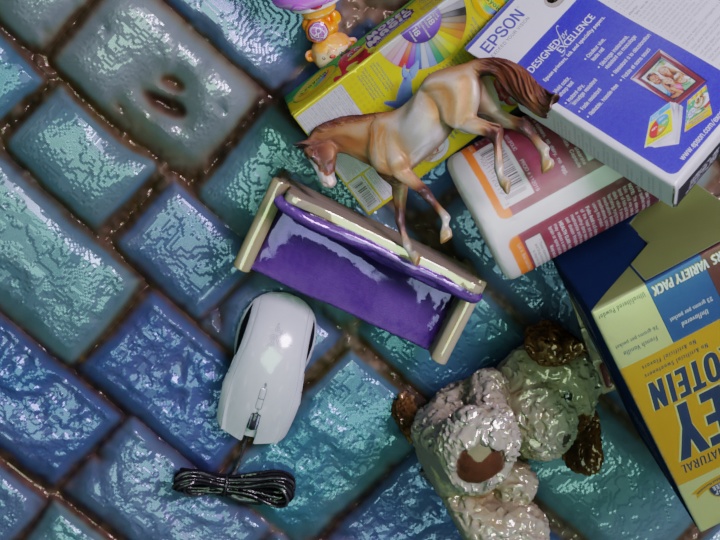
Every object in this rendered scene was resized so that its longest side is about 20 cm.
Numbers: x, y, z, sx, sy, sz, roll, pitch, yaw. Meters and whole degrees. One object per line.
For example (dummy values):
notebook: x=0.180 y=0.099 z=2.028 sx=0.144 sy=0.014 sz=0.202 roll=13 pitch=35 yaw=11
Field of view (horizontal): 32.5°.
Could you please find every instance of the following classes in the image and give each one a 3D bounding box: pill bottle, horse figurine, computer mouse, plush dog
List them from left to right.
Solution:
computer mouse: x=-0.092 y=0.117 z=1.083 sx=0.108 sy=0.044 sz=0.202 roll=14 pitch=104 yaw=-5
horse figurine: x=0.060 y=-0.099 z=0.941 sx=0.199 sy=0.050 sz=0.133 roll=-36 pitch=80 yaw=24
plush dog: x=0.131 y=0.129 z=1.065 sx=0.171 sy=0.161 sz=0.201 roll=-29 pitch=133 yaw=-9
pill bottle: x=0.180 y=-0.088 z=1.000 sx=0.199 sy=0.114 sz=0.115 roll=-28 pitch=105 yaw=4

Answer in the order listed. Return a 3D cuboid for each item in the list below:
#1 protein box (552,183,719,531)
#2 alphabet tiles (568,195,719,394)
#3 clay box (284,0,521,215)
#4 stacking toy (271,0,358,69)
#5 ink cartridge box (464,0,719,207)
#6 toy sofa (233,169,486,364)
protein box: x=0.263 y=0.056 z=0.993 sx=0.134 sy=0.199 sz=0.201 roll=-28 pitch=105 yaw=6
alphabet tiles: x=0.292 y=0.031 z=1.093 sx=0.198 sy=0.008 sz=0.169 roll=-21 pitch=105 yaw=3
clay box: x=0.051 y=-0.151 z=1.001 sx=0.199 sy=0.048 sz=0.115 roll=-36 pitch=120 yaw=6
stacking toy: x=-0.046 y=-0.244 z=0.968 sx=0.115 sy=0.110 sz=0.202 roll=-17 pitch=120 yaw=1
ink cartridge box: x=0.217 y=-0.174 z=0.944 sx=0.199 sy=0.047 sz=0.198 roll=37 pitch=75 yaw=25
toy sofa: x=0.000 y=0.000 z=1.027 sx=0.198 sy=0.098 sz=0.083 roll=25 pitch=103 yaw=-10
